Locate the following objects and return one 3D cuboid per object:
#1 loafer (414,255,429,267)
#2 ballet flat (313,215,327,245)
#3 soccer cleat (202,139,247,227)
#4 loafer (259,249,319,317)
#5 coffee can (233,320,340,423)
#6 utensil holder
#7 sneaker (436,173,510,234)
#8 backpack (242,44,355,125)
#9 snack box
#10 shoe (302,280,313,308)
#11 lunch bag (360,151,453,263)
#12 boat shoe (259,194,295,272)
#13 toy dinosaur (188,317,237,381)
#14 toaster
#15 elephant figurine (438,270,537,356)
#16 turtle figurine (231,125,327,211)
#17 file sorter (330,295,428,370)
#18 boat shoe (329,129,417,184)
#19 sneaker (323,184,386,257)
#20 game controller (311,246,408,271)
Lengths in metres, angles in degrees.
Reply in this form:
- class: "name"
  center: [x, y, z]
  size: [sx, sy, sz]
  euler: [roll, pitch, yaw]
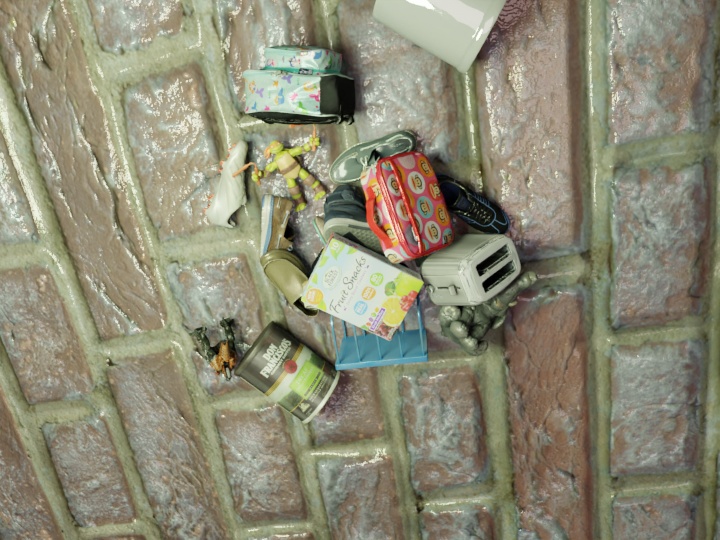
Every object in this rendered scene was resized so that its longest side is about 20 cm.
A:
- class: "loafer"
  center: [0.142, -0.037, 1.168]
  size: [0.200, 0.068, 0.070]
  euler: [43, 97, -13]
- class: "ballet flat"
  center: [-0.032, -0.044, 1.190]
  size: [0.067, 0.068, 0.201]
  euler: [-24, 115, 9]
- class: "soccer cleat"
  center: [-0.270, -0.184, 1.163]
  size: [0.077, 0.069, 0.201]
  euler: [25, 116, -9]
- class: "loafer"
  center: [-0.141, 0.030, 1.183]
  size: [0.076, 0.068, 0.200]
  euler: [-35, 129, 13]
- class: "coffee can"
  center: [-0.167, 0.233, 1.250]
  size: [0.200, 0.147, 0.147]
  euler: [37, 108, -8]
- class: "utensil holder"
  center: [0.144, -0.478, 0.969]
  size: [0.199, 0.170, 0.171]
  euler: [28, 109, -1]
- class: "sneaker"
  center: [0.226, -0.129, 1.124]
  size: [0.199, 0.078, 0.070]
  euler: [31, 109, -5]
- class: "backpack"
  center: [-0.122, -0.347, 1.033]
  size: [0.198, 0.178, 0.152]
  euler: [0, 106, 16]
- class: "snack box"
  center: [0.003, 0.034, 1.065]
  size: [0.199, 0.053, 0.143]
  euler: [26, 105, -10]
- class: "shoe"
  center: [-0.024, 0.056, 1.145]
  size: [0.198, 0.054, 0.070]
  euler: [2, 153, -3]
- class: "lunch bag"
  center: [0.080, -0.119, 1.037]
  size: [0.082, 0.175, 0.201]
  euler: [-19, 91, 50]
- class: "boat shoe"
  center: [-0.177, -0.069, 1.167]
  size: [0.072, 0.073, 0.201]
  euler: [4, 134, -6]
- class: "toy dinosaur"
  center: [-0.315, 0.184, 1.248]
  size: [0.200, 0.102, 0.137]
  euler: [-32, 75, 44]
- class: "toaster"
  center: [0.228, -0.006, 1.090]
  size: [0.199, 0.129, 0.114]
  euler: [-31, 108, -28]
- class: "elephant figurine"
  center: [0.271, 0.076, 1.171]
  size: [0.200, 0.155, 0.142]
  euler: [-45, 138, -8]
- class: "turtle figurine"
  center: [-0.154, -0.207, 1.140]
  size: [0.199, 0.064, 0.162]
  euler: [-33, 113, 0]
- class: "file sorter"
  center: [0.042, 0.124, 1.196]
  size: [0.198, 0.139, 0.124]
  euler: [-7, 107, 8]
- class: "boat shoe"
  center: [0.022, -0.231, 1.117]
  size: [0.199, 0.062, 0.073]
  euler: [-21, 106, 12]
- class: "sneaker"
  center: [0.017, -0.106, 1.129]
  size: [0.201, 0.147, 0.077]
  euler: [14, 129, -19]
- class: "game controller"
  center: [0.000, 0.000, 1.141]
  size: [0.199, 0.042, 0.104]
  euler: [15, 150, -21]
